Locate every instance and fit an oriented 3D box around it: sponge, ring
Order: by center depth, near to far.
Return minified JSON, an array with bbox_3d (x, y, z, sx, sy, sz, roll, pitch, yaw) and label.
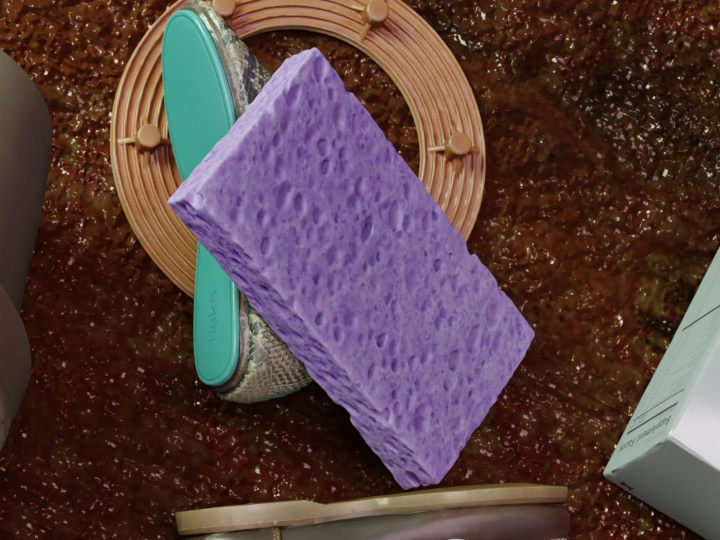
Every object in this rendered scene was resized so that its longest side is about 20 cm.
[{"bbox_3d":[0.000,0.000,1.395,0.200,0.030,0.112,51,54,-22],"label":"sponge"},{"bbox_3d":[-0.030,-0.065,1.463,0.199,0.019,0.201,4,74,-13],"label":"ring"}]

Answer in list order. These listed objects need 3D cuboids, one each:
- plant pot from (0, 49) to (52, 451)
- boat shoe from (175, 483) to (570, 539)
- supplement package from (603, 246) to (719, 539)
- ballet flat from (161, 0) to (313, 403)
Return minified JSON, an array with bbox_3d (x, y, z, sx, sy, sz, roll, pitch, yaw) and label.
[{"bbox_3d":[-0.226,-0.020,1.330,0.200,0.200,0.175,28,52,-6],"label":"plant pot"},{"bbox_3d":[0.008,0.144,1.395,0.199,0.070,0.071,-6,82,-8],"label":"boat shoe"},{"bbox_3d":[0.227,0.040,1.450,0.109,0.114,0.201,31,72,-4],"label":"supplement package"},{"bbox_3d":[-0.054,-0.034,1.414,0.075,0.068,0.201,-2,82,-36],"label":"ballet flat"}]
